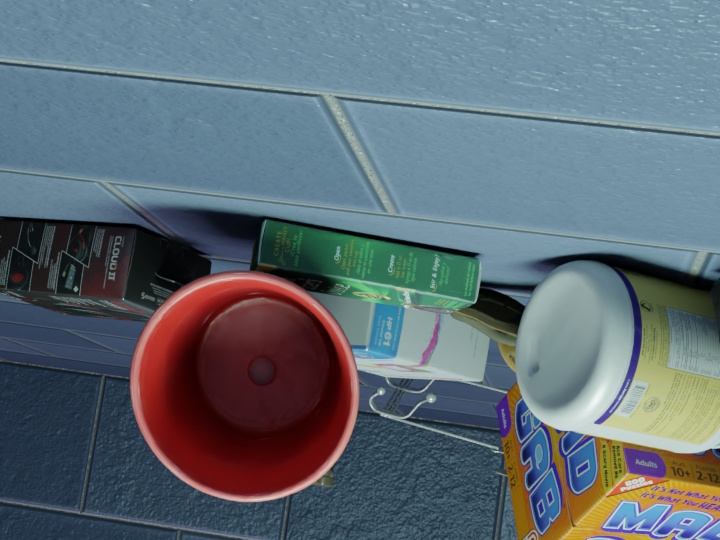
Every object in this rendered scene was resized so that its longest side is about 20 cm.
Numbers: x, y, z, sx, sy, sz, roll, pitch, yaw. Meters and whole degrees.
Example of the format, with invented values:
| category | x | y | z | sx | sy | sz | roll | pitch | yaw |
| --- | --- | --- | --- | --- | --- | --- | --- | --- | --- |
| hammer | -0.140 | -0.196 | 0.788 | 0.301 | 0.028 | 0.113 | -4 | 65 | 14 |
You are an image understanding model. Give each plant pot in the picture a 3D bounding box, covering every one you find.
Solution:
| category | x | y | z | sx | sy | sz | roll | pitch | yaw |
| --- | --- | --- | --- | --- | --- | --- | --- | --- | --- |
| plant pot | -0.096 | 0.095 | 1.360 | 0.198 | 0.203 | 0.177 | 8 | -177 | 1 |

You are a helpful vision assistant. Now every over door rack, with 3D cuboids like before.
| category | x | y | z | sx | sy | sz | roll | pitch | yaw |
| --- | --- | --- | --- | --- | --- | --- | --- | --- | --- |
| over door rack | 0.127 | 0.162 | 1.932 | 0.198 | 0.067 | 0.148 | 25 | -149 | 9 |

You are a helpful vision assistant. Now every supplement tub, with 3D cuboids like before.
| category | x | y | z | sx | sy | sz | roll | pitch | yaw |
| --- | --- | --- | --- | --- | --- | --- | --- | --- | --- |
| supplement tub | 0.250 | 0.079 | 1.305 | 0.198 | 0.147 | 0.145 | 13 | 170 | -29 |

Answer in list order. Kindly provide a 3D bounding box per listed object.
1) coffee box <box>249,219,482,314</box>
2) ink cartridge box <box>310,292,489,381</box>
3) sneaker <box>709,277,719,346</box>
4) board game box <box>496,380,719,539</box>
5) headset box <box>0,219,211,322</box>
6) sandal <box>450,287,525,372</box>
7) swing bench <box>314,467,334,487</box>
| category | x | y | z | sx | sy | sz | roll | pitch | yaw |
| --- | --- | --- | --- | --- | --- | --- | --- | --- | --- |
| coffee box | 0.000 | 0.000 | 1.367 | 0.198 | 0.044 | 0.123 | 10 | 172 | -8 |
| ink cartridge box | 0.025 | 0.061 | 1.598 | 0.144 | 0.086 | 0.199 | 0 | 169 | 42 |
| sneaker | 0.340 | 0.090 | 1.219 | 0.073 | 0.202 | 0.082 | -18 | -173 | -10 |
| board game box | 0.280 | 0.183 | 1.517 | 0.198 | 0.201 | 0.200 | 12 | 139 | -22 |
| headset box | -0.258 | 0.004 | 1.532 | 0.198 | 0.076 | 0.148 | 4 | 170 | 26 |
| sandal | 0.162 | 0.074 | 1.445 | 0.199 | 0.055 | 0.080 | 26 | -154 | 38 |
| swing bench | -0.110 | 0.263 | 2.608 | 0.198 | 0.201 | 0.129 | 13 | 170 | -32 |
